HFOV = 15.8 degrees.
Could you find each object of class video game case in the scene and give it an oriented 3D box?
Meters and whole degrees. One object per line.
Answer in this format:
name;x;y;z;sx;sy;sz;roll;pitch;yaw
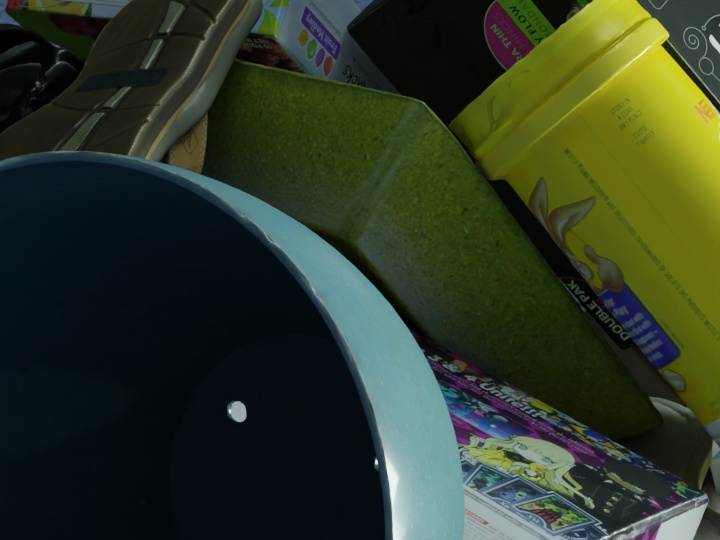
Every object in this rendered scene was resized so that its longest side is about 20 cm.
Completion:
video game case;-0.001;0.063;0.912;0.199;0.036;0.181;28;21;24

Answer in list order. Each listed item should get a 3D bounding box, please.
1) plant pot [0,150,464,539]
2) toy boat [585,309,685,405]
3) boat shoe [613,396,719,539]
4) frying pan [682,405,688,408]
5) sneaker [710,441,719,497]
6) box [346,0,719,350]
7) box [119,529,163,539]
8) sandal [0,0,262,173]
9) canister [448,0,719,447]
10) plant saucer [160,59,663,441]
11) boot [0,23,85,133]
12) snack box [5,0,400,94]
plant pot;-0.048;0.067;0.758;0.199;0.201;0.135;30;15;24
toy boat;0.202;0.020;1.261;0.130;0.131;0.200;12;20;-25
boat shoe;0.118;0.110;1.031;0.071;0.060;0.200;-15;21;-1
frying pan;0.171;0.084;1.161;0.116;0.189;0.031;71;16;5
sneaker;0.183;0.118;1.067;0.072;0.072;0.200;-7;30;-42
box;0.125;-0.094;1.162;0.200;0.148;0.124;48;50;-10
box;-0.077;0.065;0.960;0.159;0.046;0.199;33;22;30
sandal;-0.091;-0.043;0.985;0.080;0.054;0.200;1;40;35
canister;0.132;-0.007;1.008;0.200;0.086;0.149;51;9;1
plant saucer;0.000;0.000;1.061;0.199;0.048;0.200;17;-26;49
boot;-0.181;-0.034;0.979;0.067;0.131;0.200;32;21;11
snack box;-0.057;-0.095;1.228;0.141;0.053;0.200;9;-16;25
